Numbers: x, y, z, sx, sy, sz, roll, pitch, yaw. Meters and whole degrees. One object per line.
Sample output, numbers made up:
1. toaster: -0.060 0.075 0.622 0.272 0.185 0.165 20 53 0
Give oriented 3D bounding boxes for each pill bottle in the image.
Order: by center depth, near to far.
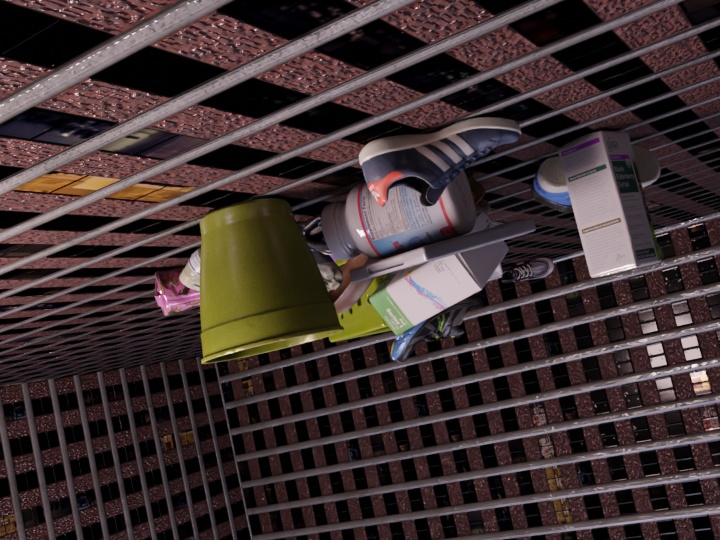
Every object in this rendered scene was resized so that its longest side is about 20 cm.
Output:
1. pill bottle: 0.050 -0.079 1.205 0.198 0.110 0.108 -16 173 24

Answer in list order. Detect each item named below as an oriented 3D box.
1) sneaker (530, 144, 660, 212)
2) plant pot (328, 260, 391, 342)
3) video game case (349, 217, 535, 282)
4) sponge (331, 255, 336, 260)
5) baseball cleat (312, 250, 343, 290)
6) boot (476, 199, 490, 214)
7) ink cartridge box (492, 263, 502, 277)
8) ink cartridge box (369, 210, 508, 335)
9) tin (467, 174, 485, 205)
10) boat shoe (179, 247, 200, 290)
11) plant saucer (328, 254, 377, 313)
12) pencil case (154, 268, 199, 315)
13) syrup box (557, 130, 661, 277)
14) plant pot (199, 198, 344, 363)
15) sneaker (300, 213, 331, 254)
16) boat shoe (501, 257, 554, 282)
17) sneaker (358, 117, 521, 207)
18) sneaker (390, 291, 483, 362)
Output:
1. sneaker: 0.373 -0.147 1.412 0.197 0.078 0.111 -9 167 -5
2. plant pot: 0.043 0.032 1.805 0.197 0.184 0.199 -9 172 -39
3. video game case: 0.111 -0.028 1.203 0.198 0.022 0.182 -15 179 -33
4. sponge: -0.114 -0.017 1.741 0.110 0.030 0.199 -10 173 -31
5. baseball cleat: -0.111 -0.031 1.457 0.070 0.107 0.200 -41 136 11
6. boot: 0.136 -0.081 1.580 0.145 0.071 0.199 -19 -175 -31
7. ink cartridge box: 0.191 -0.054 1.636 0.115 0.068 0.201 -16 -151 7
8. ink cartridge box: 0.131 0.005 1.451 0.199 0.084 0.145 -32 -170 39
9. tin: 0.135 -0.086 1.381 0.113 0.042 0.200 -57 -174 -15
10. boat shoe: -0.217 0.015 1.468 0.062 0.073 0.199 -39 140 24
11. plant saucer: 0.000 0.000 1.517 0.201 0.036 0.201 -54 -172 11
12. pencil case: -0.266 0.024 1.547 0.198 0.084 0.087 -11 165 -15
13. syrup box: 0.365 -0.098 1.282 0.078 0.203 0.081 -7 173 -45
14. plant pot: -0.138 0.010 1.199 0.198 0.195 0.200 -12 174 -1
15. sneaker: -0.001 -0.065 1.372 0.198 0.074 0.112 -15 173 21
16. boat shoe: 0.598 0.007 3.166 0.092 0.076 0.199 -17 179 -45
17. sneaker: 0.100 -0.124 1.039 0.197 0.086 0.075 -13 173 -4
18. sneaker: 0.136 0.095 1.521 0.199 0.083 0.071 -38 -170 -13
